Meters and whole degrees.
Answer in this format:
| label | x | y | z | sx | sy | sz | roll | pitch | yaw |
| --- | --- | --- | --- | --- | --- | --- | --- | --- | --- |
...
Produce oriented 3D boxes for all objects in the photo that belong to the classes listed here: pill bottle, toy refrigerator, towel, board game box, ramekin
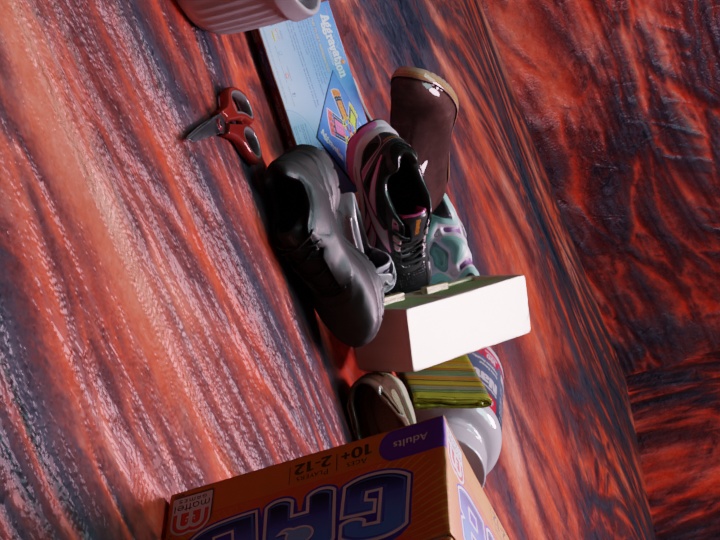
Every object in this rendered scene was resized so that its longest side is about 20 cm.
| label | x | y | z | sx | sy | sz | roll | pitch | yaw |
| --- | --- | --- | --- | --- | --- | --- | --- | --- | --- |
| pill bottle | 0.093 | 0.161 | 1.615 | 0.200 | 0.119 | 0.120 | -78 | 148 | -63 |
| toy refrigerator | 0.085 | 0.049 | 1.559 | 0.199 | 0.075 | 0.071 | -15 | 100 | -47 |
| towel | 0.071 | 0.090 | 1.605 | 0.200 | 0.085 | 0.018 | -116 | -146 | -60 |
| board game box | 0.001 | 0.253 | 0.970 | 0.201 | 0.198 | 0.201 | -90 | 157 | -51 |
| ramekin | -0.121 | -0.312 | 1.387 | 0.200 | 0.104 | 0.202 | -17 | 90 | -76 |
| board game box | -0.045 | -0.174 | 1.578 | 0.102 | 0.019 | 0.202 | -21 | 94 | -37 |

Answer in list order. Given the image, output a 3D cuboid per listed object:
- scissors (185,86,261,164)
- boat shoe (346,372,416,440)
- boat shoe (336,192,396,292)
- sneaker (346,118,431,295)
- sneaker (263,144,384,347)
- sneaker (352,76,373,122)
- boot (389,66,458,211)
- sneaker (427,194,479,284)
| label | x | y | z | sx | sy | sz | roll | pitch | yaw |
| --- | --- | --- | --- | --- | --- | --- | --- | --- | --- |
| scissors | -0.127 | -0.135 | 1.345 | 0.200 | 0.014 | 0.074 | 4 | 72 | -74 |
| boat shoe | 0.036 | 0.196 | 1.469 | 0.204 | 0.074 | 0.075 | 64 | 14 | 15 |
| boat shoe | 0.000 | 0.000 | 1.550 | 0.072 | 0.068 | 0.201 | -89 | 160 | -55 |
| sneaker | 0.038 | -0.049 | 1.563 | 0.086 | 0.080 | 0.201 | 34 | -34 | 55 |
| sneaker | -0.043 | -0.018 | 1.435 | 0.201 | 0.076 | 0.091 | 66 | 24 | -1 |
| sneaker | -0.003 | -0.124 | 1.693 | 0.201 | 0.075 | 0.105 | 55 | 24 | -43 |
| boot | 0.057 | -0.109 | 1.645 | 0.200 | 0.072 | 0.168 | 64 | 39 | -64 |
| sneaker | 0.106 | -0.007 | 1.814 | 0.140 | 0.077 | 0.202 | -15 | 93 | -82 |
